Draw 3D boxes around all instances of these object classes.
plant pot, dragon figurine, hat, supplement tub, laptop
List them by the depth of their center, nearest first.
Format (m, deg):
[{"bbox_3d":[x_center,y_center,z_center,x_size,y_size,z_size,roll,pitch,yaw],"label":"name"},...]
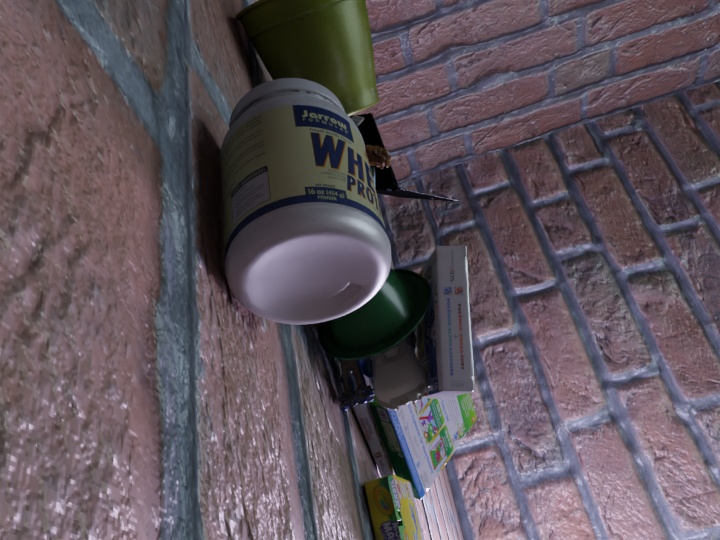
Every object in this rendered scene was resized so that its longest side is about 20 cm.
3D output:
[{"bbox_3d":[-0.057,-0.068,0.609,0.145,0.144,0.201,66,10,-52],"label":"supplement tub"},{"bbox_3d":[-0.017,-0.002,0.815,0.177,0.165,0.200,59,-2,-28],"label":"hat"},{"bbox_3d":[-0.007,0.127,0.946,0.200,0.058,0.100,-67,142,-74],"label":"dragon figurine"},{"bbox_3d":[-0.060,-0.328,1.000,0.201,0.199,0.194,-89,158,-72],"label":"plant pot"},{"bbox_3d":[0.044,-0.189,1.124,0.187,0.116,0.201,14,-50,58],"label":"laptop"}]

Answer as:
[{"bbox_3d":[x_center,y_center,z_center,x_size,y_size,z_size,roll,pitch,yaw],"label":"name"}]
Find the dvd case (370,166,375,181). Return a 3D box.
[{"bbox_3d":[0.012,-0.048,1.072,0.201,0.022,0.147,88,6,-47],"label":"dvd case"}]

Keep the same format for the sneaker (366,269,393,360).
[{"bbox_3d":[0.057,0.088,1.105,0.080,0.071,0.201,36,43,-17],"label":"sneaker"}]

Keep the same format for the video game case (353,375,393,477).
[{"bbox_3d":[0.011,0.209,1.088,0.200,0.023,0.183,-98,170,-60],"label":"video game case"}]

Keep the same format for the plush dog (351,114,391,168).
[{"bbox_3d":[-0.050,-0.121,0.965,0.172,0.159,0.201,111,-26,-52],"label":"plush dog"}]

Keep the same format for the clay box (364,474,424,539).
[{"bbox_3d":[0.051,0.355,0.923,0.200,0.047,0.116,58,17,-65],"label":"clay box"}]

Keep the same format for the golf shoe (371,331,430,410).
[{"bbox_3d":[0.037,0.105,0.879,0.200,0.078,0.098,-102,167,-67],"label":"golf shoe"}]

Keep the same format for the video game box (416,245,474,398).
[{"bbox_3d":[0.110,0.079,0.893,0.200,0.046,0.184,104,-12,-76],"label":"video game box"}]

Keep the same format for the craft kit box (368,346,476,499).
[{"bbox_3d":[0.110,0.232,1.075,0.197,0.048,0.201,-40,123,-36],"label":"craft kit box"}]
